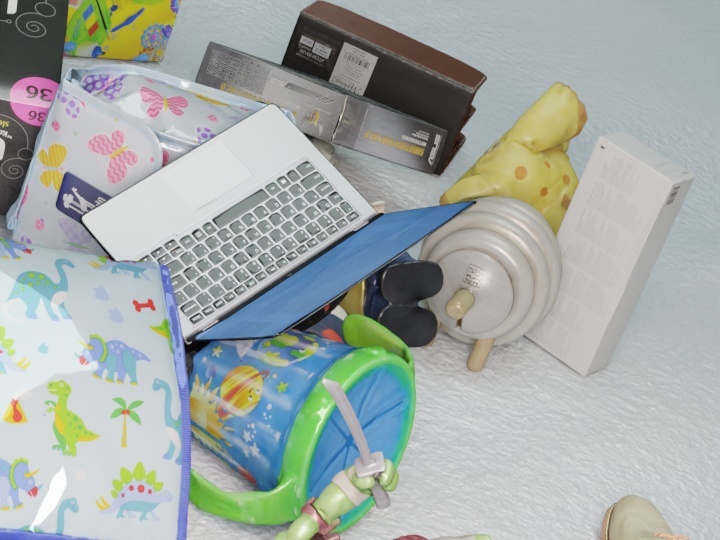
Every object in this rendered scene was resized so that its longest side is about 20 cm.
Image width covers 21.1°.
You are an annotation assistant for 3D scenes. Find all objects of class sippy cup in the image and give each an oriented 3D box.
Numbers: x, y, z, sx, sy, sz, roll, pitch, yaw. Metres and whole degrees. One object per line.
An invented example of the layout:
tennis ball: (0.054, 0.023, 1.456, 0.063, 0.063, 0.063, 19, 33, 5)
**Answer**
sippy cup: (-0.050, 0.099, 1.363, 0.130, 0.141, 0.177, 23, 10, 29)

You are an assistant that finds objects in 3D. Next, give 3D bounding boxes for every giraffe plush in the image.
giraffe plush: (0.187, -0.067, 1.868, 0.162, 0.173, 0.200, 46, 16, 0)

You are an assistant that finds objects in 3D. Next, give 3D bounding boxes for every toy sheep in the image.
toy sheep: (0.108, 0.005, 1.658, 0.137, 0.139, 0.200, 24, 25, 5)

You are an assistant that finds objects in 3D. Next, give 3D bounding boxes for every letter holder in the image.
letter holder: (0.028, -0.203, 2.042, 0.199, 0.101, 0.142, 25, 23, 6)

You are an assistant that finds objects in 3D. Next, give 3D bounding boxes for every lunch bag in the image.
lunch bag: (-0.163, -0.056, 1.517, 0.199, 0.170, 0.127, 17, 28, -18)
lunch bag: (-0.203, 0.091, 1.246, 0.169, 0.128, 0.201, 8, 47, -28)

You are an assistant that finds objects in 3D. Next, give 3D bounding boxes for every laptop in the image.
laptop: (-0.061, -0.041, 1.355, 0.187, 0.116, 0.200, -33, 70, -29)

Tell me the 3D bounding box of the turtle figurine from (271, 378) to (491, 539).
turtle figurine: (0.013, 0.195, 1.178, 0.193, 0.200, 0.145, 14, 40, -36)

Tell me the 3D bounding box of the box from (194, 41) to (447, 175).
box: (-0.038, -0.156, 1.868, 0.199, 0.049, 0.158, 25, 8, 39)

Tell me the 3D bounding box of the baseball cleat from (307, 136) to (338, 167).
baseball cleat: (-0.092, -0.093, 1.782, 0.106, 0.070, 0.200, 22, 14, 14)

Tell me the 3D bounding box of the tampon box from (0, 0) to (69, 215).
tampon box: (-0.323, -0.164, 1.583, 0.149, 0.127, 0.201, 9, 43, -14)

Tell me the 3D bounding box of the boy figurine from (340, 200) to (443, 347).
boy figurine: (0.000, 0.000, 1.602, 0.064, 0.125, 0.200, 1, 14, -28)

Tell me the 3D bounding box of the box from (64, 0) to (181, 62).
box: (-0.273, -0.326, 1.921, 0.192, 0.201, 0.122, 0, 32, -40)

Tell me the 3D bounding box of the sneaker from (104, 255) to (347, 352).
sneaker: (-0.106, 0.007, 1.425, 0.198, 0.074, 0.087, -11, 68, -11)

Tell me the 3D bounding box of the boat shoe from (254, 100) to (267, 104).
boat shoe: (-0.169, -0.138, 1.733, 0.198, 0.061, 0.074, -8, 18, -17)

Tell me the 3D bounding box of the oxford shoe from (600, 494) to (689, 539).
oxford shoe: (0.229, 0.218, 1.406, 0.070, 0.074, 0.200, 13, 27, -19)

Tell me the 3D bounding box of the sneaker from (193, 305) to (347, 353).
sneaker: (-0.096, 0.050, 1.478, 0.198, 0.075, 0.085, 10, 35, -15)

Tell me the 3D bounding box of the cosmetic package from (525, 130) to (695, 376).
cosmetic package: (0.214, -0.015, 1.703, 0.082, 0.201, 0.050, 35, 29, 25)
